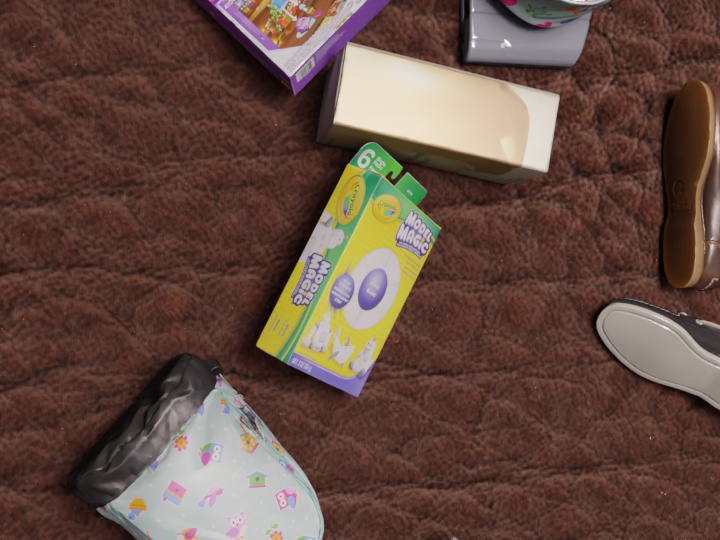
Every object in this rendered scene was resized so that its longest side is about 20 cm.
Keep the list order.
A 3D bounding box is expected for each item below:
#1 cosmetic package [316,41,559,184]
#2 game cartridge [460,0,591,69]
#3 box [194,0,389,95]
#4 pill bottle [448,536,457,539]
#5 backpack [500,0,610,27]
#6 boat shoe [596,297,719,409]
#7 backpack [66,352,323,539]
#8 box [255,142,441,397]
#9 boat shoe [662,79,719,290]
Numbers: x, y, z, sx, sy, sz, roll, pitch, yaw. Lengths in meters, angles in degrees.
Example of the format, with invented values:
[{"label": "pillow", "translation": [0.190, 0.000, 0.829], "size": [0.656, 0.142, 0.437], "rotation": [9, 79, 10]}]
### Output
[{"label": "cosmetic package", "translation": [0.066, -0.136, 0.775], "size": [0.196, 0.105, 0.073], "rotation": [11, 87, -10]}, {"label": "game cartridge", "translation": [0.161, -0.299, 0.828], "size": [0.130, 0.042, 0.205], "rotation": [0, 91, -8]}, {"label": "box", "translation": [-0.037, -0.273, 0.761], "size": [0.137, 0.039, 0.200], "rotation": [43, 82, 12]}, {"label": "pill bottle", "translation": [0.049, 0.345, 0.772], "size": [0.111, 0.111, 0.201], "rotation": [43, 83, -9]}, {"label": "backpack", "translation": [0.193, -0.321, 0.748], "size": [0.199, 0.151, 0.179], "rotation": [-38, 99, -4]}, {"label": "boat shoe", "translation": [0.328, 0.077, 0.853], "size": [0.197, 0.075, 0.061], "rotation": [25, 44, 5]}, {"label": "backpack", "translation": [-0.125, 0.191, 0.726], "size": [0.167, 0.126, 0.200], "rotation": [-46, 102, -11]}, {"label": "box", "translation": [0.000, 0.000, 0.761], "size": [0.117, 0.048, 0.203], "rotation": [32, 81, -52]}, {"label": "boat shoe", "translation": [0.343, -0.083, 0.853], "size": [0.069, 0.070, 0.205], "rotation": [-1, 98, -16]}]
